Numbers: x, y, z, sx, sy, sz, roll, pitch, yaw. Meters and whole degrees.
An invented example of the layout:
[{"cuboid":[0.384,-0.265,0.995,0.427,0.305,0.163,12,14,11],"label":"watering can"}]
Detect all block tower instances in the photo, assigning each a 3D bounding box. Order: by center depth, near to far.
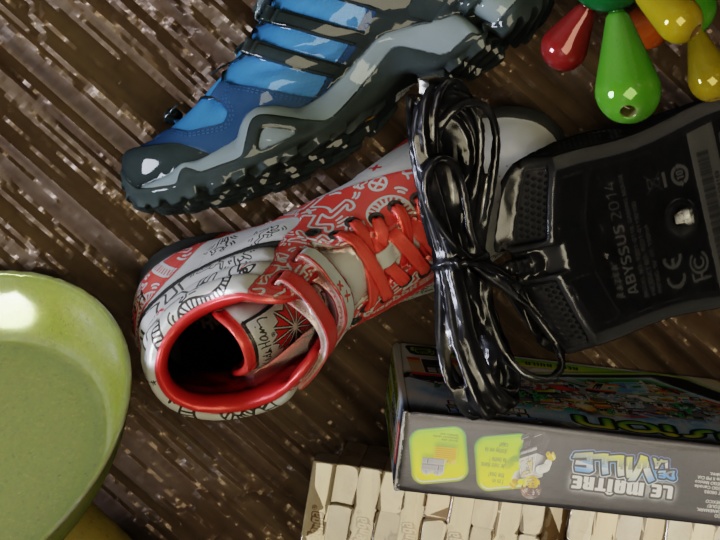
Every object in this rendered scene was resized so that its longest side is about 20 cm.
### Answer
[{"cuboid":[0.076,0.115,1.145,0.199,0.058,0.054,9,97,3],"label":"block tower"}]

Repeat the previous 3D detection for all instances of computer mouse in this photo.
[{"cuboid":[0.104,-0.023,1.129,0.199,0.053,0.140,-11,94,-27],"label":"computer mouse"}]

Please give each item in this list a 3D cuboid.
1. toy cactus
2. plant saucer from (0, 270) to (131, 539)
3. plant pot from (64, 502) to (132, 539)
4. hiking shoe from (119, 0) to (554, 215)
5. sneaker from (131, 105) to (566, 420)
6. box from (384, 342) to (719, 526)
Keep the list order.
[{"cuboid":[0.111,-0.165,1.088,0.164,0.102,0.201,29,85,-23],"label":"toy cactus"},{"cuboid":[-0.181,0.081,1.110,0.199,0.201,0.031,-21,129,4],"label":"plant saucer"},{"cuboid":[-0.143,0.178,1.139,0.199,0.200,0.143,-17,77,2],"label":"plant pot"},{"cuboid":[-0.019,-0.094,1.134,0.199,0.074,0.087,-29,82,3],"label":"hiking shoe"},{"cuboid":[0.000,0.001,1.124,0.200,0.108,0.068,-21,110,4],"label":"sneaker"},{"cuboid":[0.112,0.071,1.145,0.198,0.110,0.035,6,103,-3],"label":"box"}]
